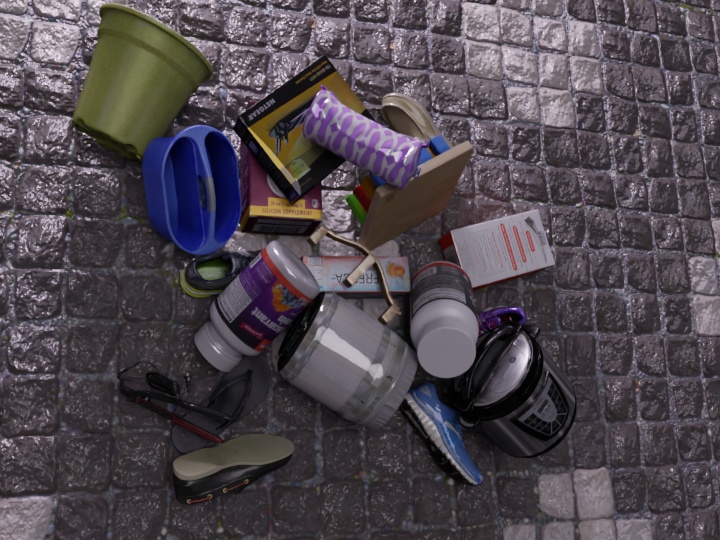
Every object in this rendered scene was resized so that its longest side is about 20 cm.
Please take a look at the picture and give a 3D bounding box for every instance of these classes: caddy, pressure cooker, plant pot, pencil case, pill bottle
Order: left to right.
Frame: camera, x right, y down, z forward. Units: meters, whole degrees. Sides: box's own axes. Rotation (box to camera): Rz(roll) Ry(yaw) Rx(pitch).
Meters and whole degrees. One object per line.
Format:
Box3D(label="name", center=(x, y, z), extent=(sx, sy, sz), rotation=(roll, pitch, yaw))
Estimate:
Box3D(label="plant pot", center=(-0.363, -0.285, 1.217), extent=(0.197, 0.200, 0.188), rotation=(26, 82, -11))
Box3D(label="caddy", center=(-0.260, -0.128, 1.202), extent=(0.140, 0.104, 0.205), rotation=(-20, 117, -39))
Box3D(label="pill bottle", center=(-0.167, 0.061, 1.197), extent=(0.111, 0.111, 0.200), rotation=(45, 99, -3))
Box3D(label="pencil case", center=(0.007, -0.203, 1.177), extent=(0.197, 0.084, 0.087), rotation=(28, 97, 4))
Box3D(label="pill bottle", center=(0.138, 0.080, 1.268), extent=(0.114, 0.117, 0.201), rotation=(26, 28, -11))
Box3D(label="pressure cooker", center=(0.248, 0.197, 1.280), extent=(0.200, 0.176, 0.178), rotation=(46, 32, -29))

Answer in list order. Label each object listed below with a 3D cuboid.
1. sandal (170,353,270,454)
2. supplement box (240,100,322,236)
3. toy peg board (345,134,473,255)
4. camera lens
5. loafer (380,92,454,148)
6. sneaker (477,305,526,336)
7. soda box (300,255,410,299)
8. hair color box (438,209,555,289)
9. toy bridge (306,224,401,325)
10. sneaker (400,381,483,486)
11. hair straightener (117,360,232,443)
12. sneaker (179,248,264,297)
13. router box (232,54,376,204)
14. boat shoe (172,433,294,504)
Box3D(label="sandal", center=(-0.214, 0.215, 1.213), extent=(0.076, 0.043, 0.200), rotation=(45, 68, -4))
Box3D(label="supplement box", center=(-0.137, -0.170, 1.299), extent=(0.128, 0.103, 0.205), rotation=(1, 76, -18))
Box3D(label="toy peg board", center=(0.069, -0.153, 1.325), extent=(0.197, 0.200, 0.099), rotation=(-30, 71, -23))
Box3D(label="camera lens", center=(-0.025, 0.143, 1.232), extent=(0.198, 0.160, 0.162), rotation=(32, 69, -9))
Box3D(label="loafer", center=(0.108, -0.244, 1.415), extent=(0.200, 0.076, 0.069), rotation=(44, 62, -5))
Box3D(label="sneaker", center=(0.210, 0.104, 1.363), extent=(0.196, 0.083, 0.082), rotation=(-22, 84, -21))
Box3D(label="soda box", center=(-0.015, 0.013, 1.315), extent=(0.195, 0.068, 0.065), rotation=(1, 78, -18))
Box3D(label="hair color box", center=(0.255, -0.035, 1.423), extent=(0.196, 0.064, 0.114), rotation=(-14, 81, -20))
Box3D(label="toy bridge", center=(0.000, 0.000, 1.270), extent=(0.200, 0.027, 0.067), rotation=(47, 68, -3))
Box3D(label="sneaker", center=(0.155, 0.279, 1.307), extent=(0.088, 0.078, 0.202), rotation=(-34, 89, -20))
Box3D(label="hair straightener", center=(-0.286, 0.193, 1.178), extent=(0.196, 0.041, 0.078), rotation=(23, 77, 7))
Box3D(label="sneaker", center=(-0.196, 0.000, 1.250), extent=(0.196, 0.081, 0.076), rotation=(-12, 81, -21))
Box3D(label="router box", center=(-0.085, -0.232, 1.247), extent=(0.200, 0.052, 0.158), rotation=(-42, 95, -24))
Box3D(label="boat shoe", center=(-0.197, 0.308, 1.191), extent=(0.197, 0.073, 0.065), rotation=(-10, 116, -30))
